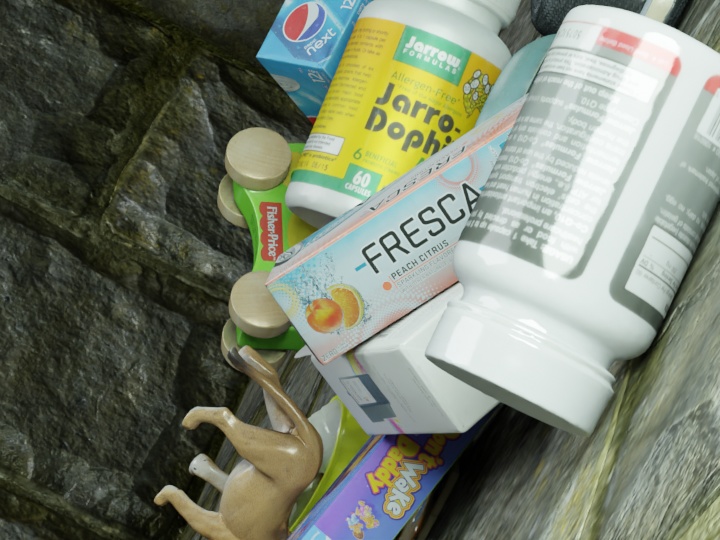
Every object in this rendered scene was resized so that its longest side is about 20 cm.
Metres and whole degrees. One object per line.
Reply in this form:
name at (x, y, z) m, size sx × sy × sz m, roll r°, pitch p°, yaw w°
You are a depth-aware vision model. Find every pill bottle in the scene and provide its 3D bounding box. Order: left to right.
pill bottle at (0.036, -0.114, 1.732) m, size 0.113 × 0.113 × 0.200 m, roll 148°, pitch 145°, yaw -81°
pill bottle at (0.117, -0.025, 1.330) m, size 0.200 × 0.114 × 0.114 m, roll -64°, pitch 5°, yaw -5°

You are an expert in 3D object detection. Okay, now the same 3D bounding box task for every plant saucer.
plant saucer at (0.090, -0.067, 1.720) m, size 0.200 × 0.027 × 0.200 m, roll 22°, pitch -90°, yaw -81°

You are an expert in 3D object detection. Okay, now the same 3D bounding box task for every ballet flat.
ballet flat at (-0.035, 0.147, 1.820) m, size 0.200 × 0.067 × 0.067 m, roll -61°, pitch 21°, yaw 26°

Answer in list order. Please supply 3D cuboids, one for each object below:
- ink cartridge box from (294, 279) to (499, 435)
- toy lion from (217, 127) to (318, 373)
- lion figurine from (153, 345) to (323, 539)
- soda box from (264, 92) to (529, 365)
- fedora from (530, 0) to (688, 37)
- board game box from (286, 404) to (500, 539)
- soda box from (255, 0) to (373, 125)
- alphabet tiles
ink cartridge box at (0.047, 0.041, 1.576) m, size 0.117 × 0.067 × 0.200 m, roll -39°, pitch 10°, yaw -18°
toy lion at (0.000, 0.000, 1.795) m, size 0.069 × 0.192 × 0.200 m, roll 106°, pitch 164°, yaw -54°
lion figurine at (-0.065, 0.146, 1.741) m, size 0.072 × 0.122 × 0.200 m, roll -40°, pitch -21°, yaw -38°
soda box at (0.044, -0.028, 1.524) m, size 0.200 × 0.064 × 0.068 m, roll -32°, pitch 10°, yaw 14°
fedora at (0.179, -0.213, 1.785) m, size 0.201 × 0.092 × 0.201 m, roll -63°, pitch 5°, yaw 11°
board game box at (0.006, 0.147, 1.660) m, size 0.200 × 0.045 × 0.134 m, roll -49°, pitch 0°, yaw -35°
soda box at (0.008, -0.120, 1.843) m, size 0.200 × 0.064 × 0.068 m, roll 48°, pitch -118°, yaw -48°
alphabet tiles at (0.036, 0.173, 1.804) m, size 0.200 × 0.008 × 0.167 m, roll -62°, pitch 5°, yaw 12°
